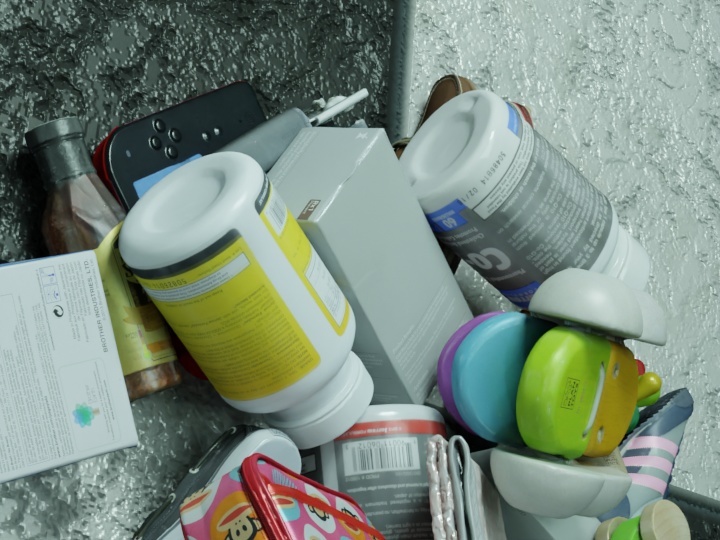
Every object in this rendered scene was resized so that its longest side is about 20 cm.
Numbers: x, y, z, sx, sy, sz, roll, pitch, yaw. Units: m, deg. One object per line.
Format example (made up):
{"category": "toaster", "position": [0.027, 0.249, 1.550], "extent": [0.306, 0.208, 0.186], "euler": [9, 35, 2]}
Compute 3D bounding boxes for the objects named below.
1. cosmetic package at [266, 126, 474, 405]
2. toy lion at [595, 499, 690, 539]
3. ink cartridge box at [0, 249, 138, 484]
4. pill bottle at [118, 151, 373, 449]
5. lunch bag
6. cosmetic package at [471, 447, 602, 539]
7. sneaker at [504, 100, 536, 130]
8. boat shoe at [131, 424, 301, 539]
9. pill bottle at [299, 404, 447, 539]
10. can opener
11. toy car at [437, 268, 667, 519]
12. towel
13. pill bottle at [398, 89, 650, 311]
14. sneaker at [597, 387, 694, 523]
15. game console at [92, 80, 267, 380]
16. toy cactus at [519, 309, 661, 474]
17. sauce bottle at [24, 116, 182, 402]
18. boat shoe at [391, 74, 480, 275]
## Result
{"category": "cosmetic package", "position": [0.000, 0.000, 1.300], "extent": [0.107, 0.090, 0.201], "euler": [-53, 129, -35]}
{"category": "toy lion", "position": [0.250, 0.309, 1.340], "extent": [0.200, 0.068, 0.192], "euler": [45, 43, -20]}
{"category": "ink cartridge box", "position": [-0.253, 0.070, 1.101], "extent": [0.199, 0.076, 0.137], "euler": [-12, 89, -44]}
{"category": "pill bottle", "position": [-0.072, 0.026, 1.199], "extent": [0.201, 0.112, 0.112], "euler": [58, 46, -29]}
{"category": "lunch bag", "position": [-0.033, 0.198, 1.110], "extent": [0.177, 0.082, 0.200], "euler": [59, 10, 28]}
{"category": "cosmetic package", "position": [0.157, 0.227, 1.405], "extent": [0.200, 0.082, 0.051], "euler": [47, 49, -18]}
{"category": "sneaker", "position": [0.153, -0.058, 1.502], "extent": [0.082, 0.078, 0.201], "euler": [-20, 89, -44]}
{"category": "boat shoe", "position": [-0.123, 0.184, 1.184], "extent": [0.200, 0.066, 0.070], "euler": [-53, 125, -14]}
{"category": "pill bottle", "position": [0.015, 0.205, 1.265], "extent": [0.115, 0.116, 0.201], "euler": [6, 72, -39]}
{"category": "can opener", "position": [-0.054, -0.085, 1.321], "extent": [0.200, 0.053, 0.067], "euler": [-37, 100, -47]}
{"category": "toy car", "position": [0.133, 0.084, 1.287], "extent": [0.200, 0.149, 0.176], "euler": [16, 88, -67]}
{"category": "towel", "position": [0.084, 0.231, 1.210], "extent": [0.191, 0.032, 0.201], "euler": [58, 26, -65]}
{"category": "pill bottle", "position": [0.130, -0.039, 1.364], "extent": [0.200, 0.113, 0.114], "euler": [39, 53, -26]}
{"category": "sneaker", "position": [0.241, 0.182, 1.497], "extent": [0.082, 0.070, 0.200], "euler": [49, 55, -1]}
{"category": "game console", "position": [-0.101, -0.031, 1.304], "extent": [0.176, 0.031, 0.201], "euler": [-28, 95, -43]}
{"category": "toy cactus", "position": [0.178, 0.114, 1.426], "extent": [0.199, 0.103, 0.165], "euler": [9, 33, -30]}
{"category": "sauce bottle", "position": [-0.182, -0.006, 1.201], "extent": [0.066, 0.066, 0.201], "euler": [-18, 89, -43]}
{"category": "boat shoe", "position": [0.055, -0.081, 1.429], "extent": [0.072, 0.076, 0.201], "euler": [28, 57, -28]}
